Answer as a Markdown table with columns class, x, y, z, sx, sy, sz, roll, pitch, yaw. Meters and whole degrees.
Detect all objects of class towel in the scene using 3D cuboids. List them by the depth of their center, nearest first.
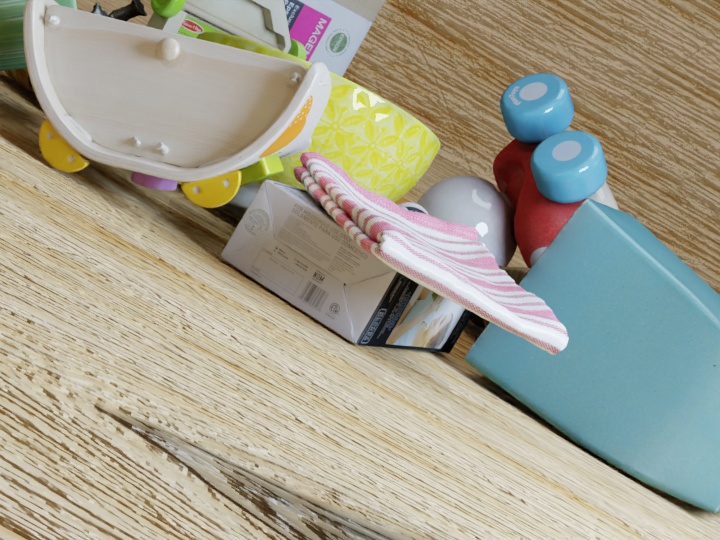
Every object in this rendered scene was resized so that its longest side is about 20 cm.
| class | x | y | z | sx | sy | sz | roll | pitch | yaw |
| --- | --- | --- | --- | --- | --- | --- | --- | --- | --- |
| towel | 0.044 | -0.017 | 1.472 | 0.146 | 0.030 | 0.200 | 27 | 8 | -24 |

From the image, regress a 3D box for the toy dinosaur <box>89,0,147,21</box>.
| class | x | y | z | sx | sy | sz | roll | pitch | yaw |
| --- | --- | --- | --- | --- | --- | --- | --- | --- | --- |
| toy dinosaur | -0.228 | -0.179 | 1.861 | 0.077 | 0.102 | 0.200 | 64 | 21 | -1 |

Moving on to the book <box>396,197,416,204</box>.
| class | x | y | z | sx | sy | sz | roll | pitch | yaw |
| --- | --- | --- | --- | --- | --- | --- | --- | --- | --- |
| book | -0.007 | -0.066 | 2.086 | 0.133 | 0.048 | 0.200 | 24 | 8 | -28 |

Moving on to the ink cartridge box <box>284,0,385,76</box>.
| class | x | y | z | sx | sy | sz | roll | pitch | yaw |
| --- | --- | --- | --- | --- | --- | --- | --- | --- | --- |
| ink cartridge box | -0.095 | -0.189 | 1.948 | 0.165 | 0.200 | 0.075 | 22 | 10 | -43 |

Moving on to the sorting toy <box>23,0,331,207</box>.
| class | x | y | z | sx | sy | sz | roll | pitch | yaw |
| --- | --- | --- | --- | --- | --- | --- | --- | --- | --- |
| sorting toy | -0.113 | -0.101 | 1.522 | 0.199 | 0.107 | 0.180 | 15 | 1 | 12 |

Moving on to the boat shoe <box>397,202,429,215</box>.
| class | x | y | z | sx | sy | sz | roll | pitch | yaw |
| --- | --- | --- | --- | --- | --- | --- | --- | --- | --- |
| boat shoe | 0.028 | -0.020 | 1.766 | 0.071 | 0.070 | 0.200 | 28 | 7 | -17 |

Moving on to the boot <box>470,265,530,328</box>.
| class | x | y | z | sx | sy | sz | roll | pitch | yaw |
| --- | --- | --- | --- | --- | --- | --- | --- | --- | --- |
| boot | 0.165 | 0.049 | 1.825 | 0.166 | 0.073 | 0.200 | 23 | 6 | -32 |

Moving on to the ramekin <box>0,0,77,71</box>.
| class | x | y | z | sx | sy | sz | roll | pitch | yaw |
| --- | --- | --- | --- | --- | --- | --- | --- | --- | --- |
| ramekin | -0.260 | -0.231 | 1.588 | 0.097 | 0.201 | 0.200 | -12 | 16 | -8 |

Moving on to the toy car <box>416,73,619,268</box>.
| class | x | y | z | sx | sy | sz | roll | pitch | yaw |
| --- | --- | --- | --- | --- | --- | --- | --- | --- | --- |
| toy car | 0.117 | -0.032 | 1.952 | 0.177 | 0.200 | 0.185 | -111 | 180 | -51 |

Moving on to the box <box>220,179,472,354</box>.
| class | x | y | z | sx | sy | sz | roll | pitch | yaw |
| --- | --- | --- | --- | --- | --- | --- | --- | --- | --- |
| box | 0.000 | 0.000 | 1.543 | 0.117 | 0.060 | 0.200 | 33 | 7 | 19 |

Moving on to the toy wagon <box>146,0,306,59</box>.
| class | x | y | z | sx | sy | sz | roll | pitch | yaw |
| --- | --- | --- | --- | --- | --- | --- | --- | --- | --- |
| toy wagon | -0.113 | -0.188 | 1.853 | 0.155 | 0.200 | 0.040 | 23 | 8 | -45 |

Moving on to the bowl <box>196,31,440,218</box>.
| class | x | y | z | sx | sy | sz | roll | pitch | yaw |
| --- | --- | --- | --- | --- | --- | --- | --- | --- | --- |
| bowl | -0.052 | -0.085 | 1.682 | 0.200 | 0.108 | 0.200 | 24 | -6 | 3 |

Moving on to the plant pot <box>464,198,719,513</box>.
| class | x | y | z | sx | sy | sz | roll | pitch | yaw |
| --- | --- | --- | --- | --- | --- | --- | --- | --- | --- |
| plant pot | 0.206 | 0.071 | 1.592 | 0.200 | 0.141 | 0.141 | 40 | 10 | 19 |

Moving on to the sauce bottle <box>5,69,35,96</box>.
| class | x | y | z | sx | sy | sz | roll | pitch | yaw |
| --- | --- | --- | --- | --- | --- | --- | --- | --- | --- |
| sauce bottle | -0.200 | -0.137 | 1.696 | 0.066 | 0.066 | 0.200 | 23 | 10 | -47 |
